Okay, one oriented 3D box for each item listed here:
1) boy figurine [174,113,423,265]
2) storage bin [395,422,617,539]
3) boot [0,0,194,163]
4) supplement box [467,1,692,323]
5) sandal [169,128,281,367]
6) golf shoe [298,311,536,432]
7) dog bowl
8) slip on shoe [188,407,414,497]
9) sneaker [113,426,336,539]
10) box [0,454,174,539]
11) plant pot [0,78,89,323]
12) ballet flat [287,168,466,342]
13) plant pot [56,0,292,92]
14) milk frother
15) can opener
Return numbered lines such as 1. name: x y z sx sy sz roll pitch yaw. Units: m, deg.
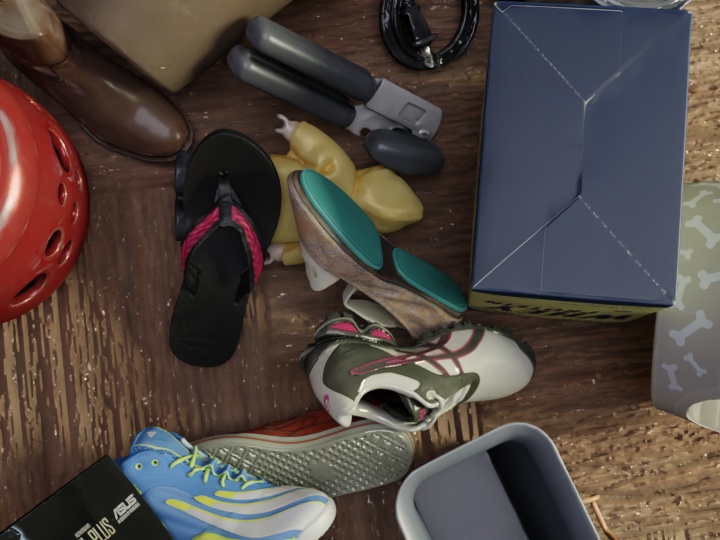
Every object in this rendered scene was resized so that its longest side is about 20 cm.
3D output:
1. boy figurine: -0.049 -0.064 0.803 0.199 0.064 0.125 -1 111 -7
2. storage bin: 0.114 0.215 0.765 0.145 0.134 0.201 -25 89 -7
3. boot: -0.213 -0.153 0.731 0.186 0.200 0.064 30 83 -1
4. supplement box: 0.154 -0.068 0.750 0.134 0.200 0.201 5 85 6
5. sandal: -0.105 -0.008 0.764 0.075 0.045 0.201 9 112 -8
6. golf shoe: 0.052 0.090 0.774 0.199 0.088 0.077 4 129 -22
7. dog bowl: 0.265 0.023 0.772 0.058 0.200 0.201 6 84 20
8. slip on shoe: -0.055 0.148 0.796 0.199 0.061 0.074 -12 108 6
9. sneaker: -0.121 0.166 0.738 0.199 0.076 0.105 -14 104 19
10. box: -0.250 0.237 0.678 0.200 0.164 0.086 -39 89 22
11. plant pot: -0.313 -0.058 0.726 0.200 0.183 0.201 0 85 -3
12. ballet flat: 0.000 0.000 0.775 0.067 0.068 0.200 -36 124 25
13. plant pot: -0.134 -0.237 0.758 0.200 0.200 0.175 39 92 -1
14. milk frother: 0.132 -0.222 0.777 0.200 0.188 0.181 -38 89 -7
15. can opener: -0.008 -0.128 0.775 0.200 0.067 0.053 18 122 -40
